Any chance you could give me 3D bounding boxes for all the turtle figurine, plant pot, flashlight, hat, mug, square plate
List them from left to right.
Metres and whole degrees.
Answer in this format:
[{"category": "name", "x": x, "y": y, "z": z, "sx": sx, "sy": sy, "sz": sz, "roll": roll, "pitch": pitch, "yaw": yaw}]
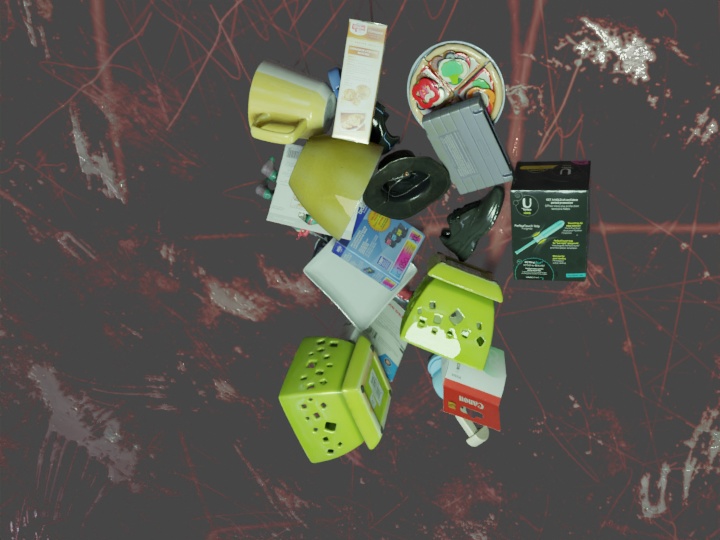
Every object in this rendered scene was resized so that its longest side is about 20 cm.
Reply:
[{"category": "mug", "x": -0.137, "y": -0.319, "z": 1.406, "sx": 0.149, "sy": 0.192, "sz": 0.150, "roll": 14, "pitch": 166, "yaw": 9}, {"category": "turtle figurine", "x": -0.145, "y": -0.159, "z": 1.578, "sx": 0.198, "sy": 0.100, "sz": 0.152, "roll": 37, "pitch": 116, "yaw": 9}, {"category": "plant pot", "x": -0.059, "y": -0.183, "z": 1.360, "sx": 0.139, "sy": 0.202, "sz": 0.202, "roll": 26, "pitch": 130, "yaw": -5}, {"category": "plant pot", "x": -0.041, "y": 0.270, "z": 1.515, "sx": 0.177, "sy": 0.201, "sz": 0.204, "roll": -11, "pitch": 120, "yaw": 23}, {"category": "square plate", "x": 0.000, "y": 0.000, "z": 1.592, "sx": 0.200, "sy": 0.198, "sz": 0.028, "roll": 45, "pitch": 170, "yaw": -6}, {"category": "flashlight", "x": 0.080, "y": 0.035, "z": 1.650, "sx": 0.196, "sy": 0.069, "sz": 0.068, "roll": 28, "pitch": 157, "yaw": -3}, {"category": "hat", "x": 0.087, "y": -0.195, "z": 1.446, "sx": 0.195, "sy": 0.083, "sz": 0.203, "roll": -13, "pitch": 149, "yaw": -8}, {"category": "plant pot", "x": 0.205, "y": 0.077, "z": 1.524, "sx": 0.195, "sy": 0.199, "sz": 0.186, "roll": 19, "pitch": 102, "yaw": 2}]

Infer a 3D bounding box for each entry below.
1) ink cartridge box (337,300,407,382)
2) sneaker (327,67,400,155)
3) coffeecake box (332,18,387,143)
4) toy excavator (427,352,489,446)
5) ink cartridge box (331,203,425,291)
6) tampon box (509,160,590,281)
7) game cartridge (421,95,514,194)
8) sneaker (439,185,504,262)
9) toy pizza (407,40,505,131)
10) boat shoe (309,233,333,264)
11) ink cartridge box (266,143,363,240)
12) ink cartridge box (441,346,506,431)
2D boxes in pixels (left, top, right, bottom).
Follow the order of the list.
[{"category": "ink cartridge box", "x": 0.034, "y": 0.159, "z": 1.666, "sx": 0.146, "sy": 0.202, "sz": 0.084, "roll": 44, "pitch": 131, "yaw": -14}, {"category": "sneaker", "x": 0.008, "y": -0.331, "z": 1.417, "sx": 0.076, "sy": 0.070, "sz": 0.203, "roll": -27, "pitch": 107, "yaw": 12}, {"category": "coffeecake box", "x": 0.000, "y": -0.353, "z": 1.295, "sx": 0.071, "sy": 0.154, "sz": 0.206, "roll": 9, "pitch": 106, "yaw": -1}, {"category": "toy excavator", "x": 0.237, "y": 0.297, "z": 1.680, "sx": 0.193, "sy": 0.202, "sz": 0.100, "roll": 39, "pitch": 130, "yaw": -9}, {"category": "ink cartridge box", "x": 0.026, "y": -0.069, "z": 1.536, "sx": 0.197, "sy": 0.138, "sz": 0.076, "roll": 32, "pitch": 159, "yaw": -2}, {"category": "tampon box", "x": 0.380, "y": -0.100, "z": 1.384, "sx": 0.145, "sy": 0.127, "sz": 0.205, "roll": 3, "pitch": 124, "yaw": 19}, {"category": "game cartridge", "x": 0.214, "y": -0.245, "z": 1.383, "sx": 0.127, "sy": 0.039, "sz": 0.201, "roll": -8, "pitch": 136, "yaw": 31}, {"category": "sneaker", "x": 0.234, "y": -0.107, "z": 1.476, "sx": 0.090, "sy": 0.076, "sz": 0.202, "roll": 33, "pitch": 129, "yaw": 1}, {"category": "toy pizza", "x": 0.183, "y": -0.341, "z": 1.353, "sx": 0.194, "sy": 0.032, "sz": 0.205, "roll": 11, "pitch": 127, "yaw": 15}, {"category": "boat shoe", "x": -0.069, "y": -0.054, "z": 1.644, "sx": 0.074, "sy": 0.061, "sz": 0.203, "roll": 24, "pitch": 130, "yaw": 4}, {"category": "ink cartridge box", "x": -0.088, "y": -0.167, "z": 1.502, "sx": 0.194, "sy": 0.181, "sz": 0.045, "roll": 13, "pitch": 171, "yaw": 9}, {"category": "ink cartridge box", "x": 0.265, "y": 0.252, "z": 1.614, "sx": 0.157, "sy": 0.203, "sz": 0.050, "roll": 21, "pitch": 132, "yaw": -16}]
